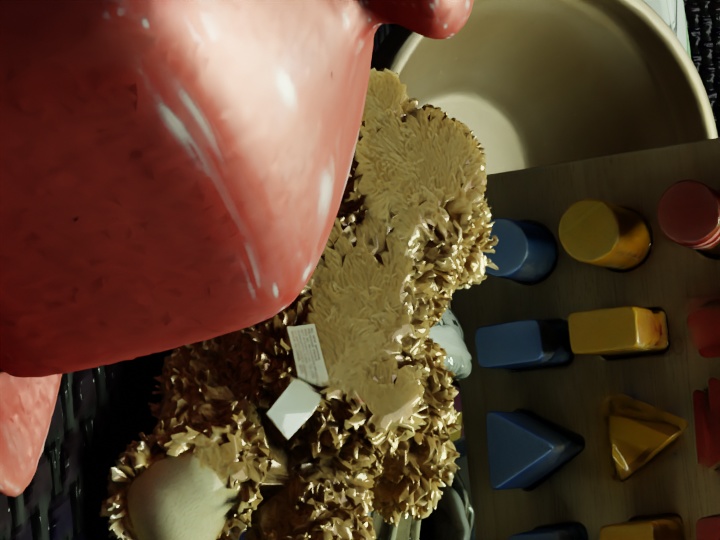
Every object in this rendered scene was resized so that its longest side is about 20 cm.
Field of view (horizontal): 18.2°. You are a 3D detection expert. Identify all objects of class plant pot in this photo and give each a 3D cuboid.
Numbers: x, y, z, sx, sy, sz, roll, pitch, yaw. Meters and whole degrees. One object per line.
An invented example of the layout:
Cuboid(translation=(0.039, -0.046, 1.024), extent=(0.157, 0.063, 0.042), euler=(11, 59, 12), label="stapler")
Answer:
Cuboid(translation=(0.065, -0.041, 1.064), extent=(0.093, 0.200, 0.202), euler=(5, -81, 61), label="plant pot")

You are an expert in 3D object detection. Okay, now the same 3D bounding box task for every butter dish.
Cuboid(translation=(-0.045, -0.072, 0.534), extent=(0.200, 0.147, 0.201), euler=(71, 21, -56), label="butter dish")

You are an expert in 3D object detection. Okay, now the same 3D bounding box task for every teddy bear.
Cuboid(translation=(-0.020, 0.031, 0.744), extent=(0.144, 0.067, 0.201), euler=(19, 65, -28), label="teddy bear")

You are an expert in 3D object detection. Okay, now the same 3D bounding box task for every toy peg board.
Cuboid(translation=(0.126, 0.045, 0.913), extent=(0.098, 0.198, 0.201), euler=(11, 72, -70), label="toy peg board")

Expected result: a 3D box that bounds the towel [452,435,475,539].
Cuboid(translation=(0.066, 0.147, 1.045), extent=(0.024, 0.146, 0.201), euler=(40, 40, -28), label="towel")

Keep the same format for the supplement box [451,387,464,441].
Cuboid(translation=(0.105, 0.069, 1.236), extent=(0.103, 0.130, 0.201), euler=(68, 23, -54), label="supplement box")

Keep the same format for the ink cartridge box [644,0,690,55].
Cuboid(translation=(0.097, -0.146, 1.195), extent=(0.200, 0.145, 0.085), euler=(68, 23, -59), label="ink cartridge box")

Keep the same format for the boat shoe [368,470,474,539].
Cuboid(translation=(0.013, 0.117, 0.949), extent=(0.200, 0.068, 0.075), euler=(65, 26, -60), label="boat shoe")

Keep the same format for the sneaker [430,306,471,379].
Cuboid(translation=(0.000, 0.000, 0.894), extent=(0.200, 0.075, 0.088), euler=(31, 55, -77), label="sneaker")
